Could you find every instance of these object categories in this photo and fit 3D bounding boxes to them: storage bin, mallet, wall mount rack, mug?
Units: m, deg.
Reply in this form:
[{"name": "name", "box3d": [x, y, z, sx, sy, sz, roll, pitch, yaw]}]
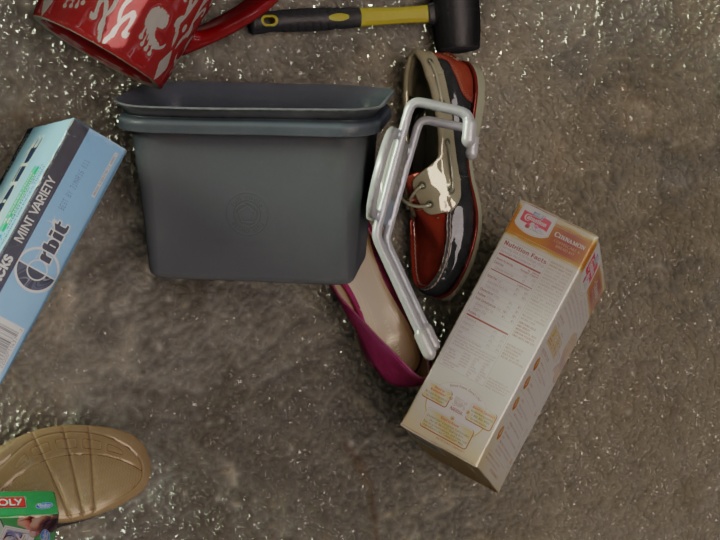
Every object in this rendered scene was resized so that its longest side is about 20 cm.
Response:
[{"name": "storage bin", "box3d": [-0.076, -0.068, 1.105, 0.197, 0.146, 0.136, 3, 105, 7]}, {"name": "mallet", "box3d": [0.007, -0.196, 1.191, 0.198, 0.041, 0.067, -13, 95, -17]}, {"name": "wall mount rack", "box3d": [0.042, -0.031, 1.074, 0.074, 0.200, 0.176, 14, 91, 5]}, {"name": "mug", "box3d": [-0.129, -0.237, 1.080, 0.176, 0.133, 0.202, 29, 86, -16]}]

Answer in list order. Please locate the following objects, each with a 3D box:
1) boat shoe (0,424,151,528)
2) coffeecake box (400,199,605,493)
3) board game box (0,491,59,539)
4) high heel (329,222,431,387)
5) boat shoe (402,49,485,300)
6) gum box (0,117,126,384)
[{"name": "boat shoe", "box3d": [-0.256, 0.165, 1.090, 0.198, 0.065, 0.073, -15, 78, -18]}, {"name": "coffeecake box", "box3d": [0.120, 0.065, 1.186, 0.073, 0.154, 0.201, 27, 81, 18]}, {"name": "board game box", "box3d": [-0.295, 0.248, 1.053, 0.133, 0.029, 0.202, 3, 118, -22]}, {"name": "high heel", "box3d": [0.000, 0.000, 1.166, 0.067, 0.096, 0.202, -23, 102, -19]}, {"name": "boat shoe", "box3d": [0.059, -0.078, 1.195, 0.062, 0.071, 0.203, 9, 84, -41]}, {"name": "gum box", "box3d": [-0.238, -0.018, 1.011, 0.044, 0.200, 0.171, 30, 82, -21]}]
